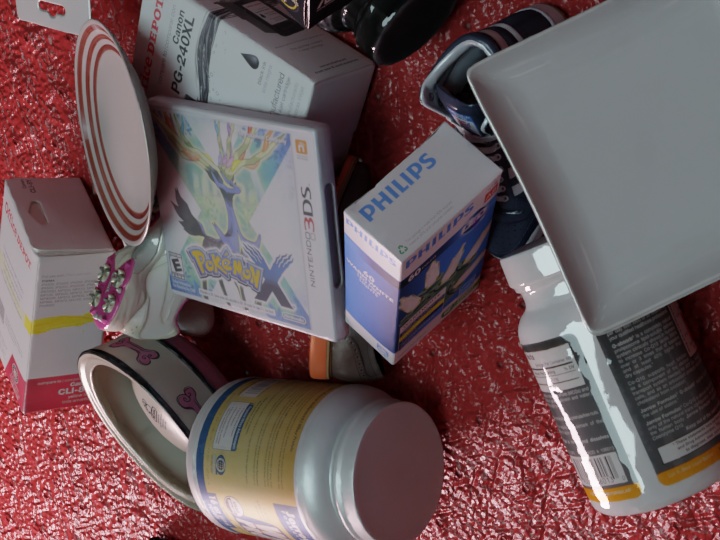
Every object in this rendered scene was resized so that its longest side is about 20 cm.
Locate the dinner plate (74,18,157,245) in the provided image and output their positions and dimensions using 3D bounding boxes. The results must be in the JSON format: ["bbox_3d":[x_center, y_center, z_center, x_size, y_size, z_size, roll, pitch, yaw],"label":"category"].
[{"bbox_3d":[-0.211,-0.121,1.147,0.200,0.024,0.200,42,138,53],"label":"dinner plate"}]

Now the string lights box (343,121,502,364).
[{"bbox_3d":[0.042,-0.014,0.973,0.059,0.103,0.200,43,163,17],"label":"string lights box"}]

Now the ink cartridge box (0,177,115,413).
[{"bbox_3d":[-0.321,0.023,1.352,0.145,0.083,0.200,54,139,45],"label":"ink cartridge box"}]

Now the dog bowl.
[{"bbox_3d":[-0.185,0.139,1.283,0.200,0.074,0.200,36,150,24],"label":"dog bowl"}]

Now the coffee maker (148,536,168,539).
[{"bbox_3d":[-0.266,0.374,1.400,0.192,0.200,0.135,39,127,19],"label":"coffee maker"}]

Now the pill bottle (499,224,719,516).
[{"bbox_3d":[0.182,0.064,0.937,0.116,0.116,0.200,-22,91,44],"label":"pill bottle"}]

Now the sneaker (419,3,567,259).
[{"bbox_3d":[0.093,-0.090,0.955,0.070,0.108,0.200,24,122,33],"label":"sneaker"}]

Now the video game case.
[{"bbox_3d":[-0.097,-0.046,1.088,0.200,0.022,0.183,14,120,38],"label":"video game case"}]

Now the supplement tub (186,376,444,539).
[{"bbox_3d":[-0.041,0.170,1.156,0.200,0.145,0.145,0,107,42],"label":"supplement tub"}]

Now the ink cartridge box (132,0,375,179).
[{"bbox_3d":[-0.101,-0.155,1.115,0.200,0.083,0.145,36,129,24],"label":"ink cartridge box"}]

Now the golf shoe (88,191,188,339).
[{"bbox_3d":[-0.173,-0.027,1.209,0.200,0.091,0.075,-62,32,4],"label":"golf shoe"}]

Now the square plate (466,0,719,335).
[{"bbox_3d":[0.200,-0.086,0.861,0.198,0.028,0.200,-26,89,9],"label":"square plate"}]

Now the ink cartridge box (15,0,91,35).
[{"bbox_3d":[-0.263,-0.325,1.198,0.115,0.068,0.200,20,119,34],"label":"ink cartridge box"}]

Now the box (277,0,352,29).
[{"bbox_3d":[-0.012,-0.279,0.911,0.161,0.200,0.049,47,160,19],"label":"box"}]

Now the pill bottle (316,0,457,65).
[{"bbox_3d":[-0.022,-0.253,0.986,0.200,0.112,0.112,48,132,16],"label":"pill bottle"}]

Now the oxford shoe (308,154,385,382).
[{"bbox_3d":[0.000,0.000,1.119,0.072,0.071,0.200,7,110,6],"label":"oxford shoe"}]

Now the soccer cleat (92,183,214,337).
[{"bbox_3d":[-0.193,-0.030,1.262,0.085,0.069,0.200,-36,78,48],"label":"soccer cleat"}]
